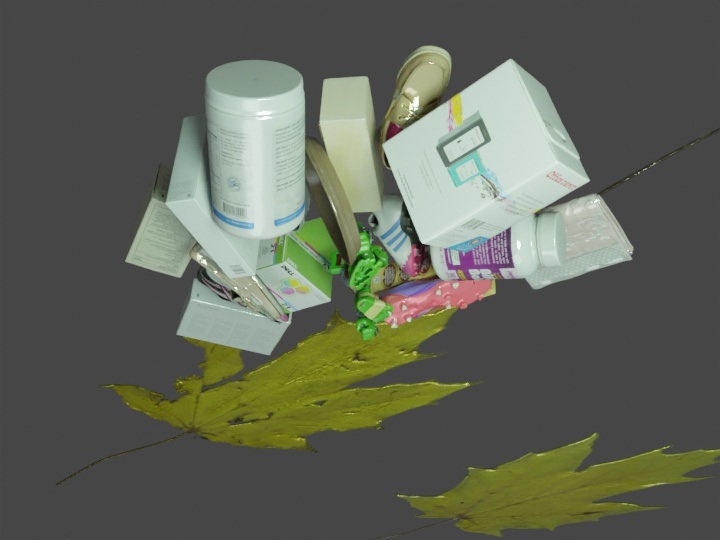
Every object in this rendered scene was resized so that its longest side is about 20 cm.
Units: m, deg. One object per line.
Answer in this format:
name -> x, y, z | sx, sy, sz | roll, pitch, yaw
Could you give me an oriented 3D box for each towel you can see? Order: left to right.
towel -> 0.333, -0.044, 1.379 | 0.197, 0.033, 0.191 | -19, 141, 30

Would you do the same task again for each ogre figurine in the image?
ogre figurine -> 0.000, 0.000, 1.353 | 0.097, 0.121, 0.202 | -25, 129, 6

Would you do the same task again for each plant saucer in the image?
plant saucer -> -0.045, -0.105, 1.185 | 0.029, 0.202, 0.201 | -23, 147, -6

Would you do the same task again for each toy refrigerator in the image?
toy refrigerator -> -0.012, -0.172, 1.168 | 0.068, 0.077, 0.201 | -1, 148, 8

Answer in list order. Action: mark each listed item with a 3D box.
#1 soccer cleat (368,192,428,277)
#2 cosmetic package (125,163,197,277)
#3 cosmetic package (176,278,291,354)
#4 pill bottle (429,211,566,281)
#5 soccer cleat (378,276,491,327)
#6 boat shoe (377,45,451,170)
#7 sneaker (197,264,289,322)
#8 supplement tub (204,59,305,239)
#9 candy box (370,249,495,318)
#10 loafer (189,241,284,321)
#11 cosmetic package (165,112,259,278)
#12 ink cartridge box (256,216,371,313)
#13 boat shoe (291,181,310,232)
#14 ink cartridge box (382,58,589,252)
soccer cleat -> 0.060, -0.063, 1.356 | 0.085, 0.071, 0.201 | 14, 152, 20
cosmetic package -> -0.309, -0.077, 1.351 | 0.102, 0.074, 0.200 | 17, 146, -20
cosmetic package -> -0.248, 0.093, 1.622 | 0.196, 0.053, 0.151 | 15, 148, -17
pill bottle -> 0.215, -0.042, 1.293 | 0.196, 0.114, 0.113 | -3, 149, 27
soccer cleat -> 0.122, 0.034, 1.401 | 0.196, 0.077, 0.067 | -20, 128, 6
boat shoe -> 0.072, -0.209, 1.105 | 0.072, 0.070, 0.201 | 9, 148, -9
sneaker -> -0.213, 0.031, 1.526 | 0.199, 0.082, 0.086 | 39, 143, -27
supplement tub -> -0.136, -0.157, 1.091 | 0.129, 0.133, 0.204 | 4, 124, 0
candy box -> 0.127, 0.020, 1.477 | 0.197, 0.057, 0.116 | -20, 141, 30
loafer -> -0.201, 0.016, 1.348 | 0.063, 0.072, 0.201 | -39, 122, -5
cosmetic package -> -0.206, -0.106, 1.220 | 0.051, 0.154, 0.201 | -5, 147, 18
ink cartridge box -> -0.087, -0.010, 1.431 | 0.197, 0.077, 0.148 | -15, 144, 29
boat shoe -> -0.123, -0.130, 1.248 | 0.068, 0.073, 0.202 | -6, 147, 15
ink cartridge box -> 0.162, -0.138, 1.064 | 0.198, 0.149, 0.146 | -30, 162, 25
